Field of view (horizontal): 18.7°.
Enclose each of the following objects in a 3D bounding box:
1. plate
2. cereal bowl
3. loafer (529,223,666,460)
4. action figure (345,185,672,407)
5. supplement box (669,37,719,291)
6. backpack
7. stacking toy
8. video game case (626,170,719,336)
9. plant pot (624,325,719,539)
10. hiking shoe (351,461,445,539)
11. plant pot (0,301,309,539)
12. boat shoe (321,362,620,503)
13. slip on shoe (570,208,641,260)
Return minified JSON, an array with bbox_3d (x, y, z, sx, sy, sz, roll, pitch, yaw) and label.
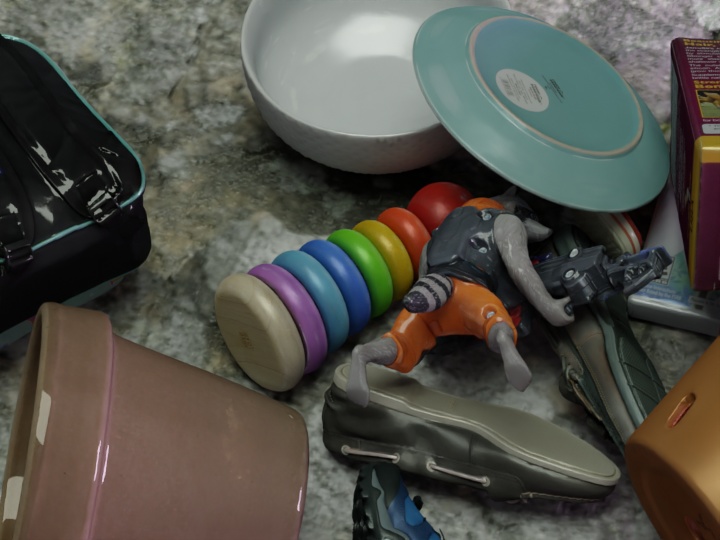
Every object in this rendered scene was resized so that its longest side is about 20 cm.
[{"bbox_3d":[0.128,-0.119,1.488,0.199,0.026,0.201,20,40,-17],"label":"plate"},{"bbox_3d":[0.014,-0.145,1.590,0.198,0.084,0.201,-2,52,3],"label":"cereal bowl"},{"bbox_3d":[0.154,0.061,1.447,0.063,0.072,0.201,-34,47,20],"label":"loafer"},{"bbox_3d":[0.089,0.004,1.401,0.199,0.105,0.194,-20,23,26],"label":"action figure"},{"bbox_3d":[0.272,-0.073,1.434,0.130,0.104,0.200,0,26,4],"label":"supplement box"},{"bbox_3d":[-0.254,-0.056,1.493,0.175,0.154,0.200,-29,66,-21],"label":"backpack"},{"bbox_3d":[0.000,0.000,1.491,0.199,0.086,0.085,-31,57,-28],"label":"stacking toy"},{"bbox_3d":[0.302,-0.022,1.517,0.198,0.022,0.183,13,54,13],"label":"video game case"},{"bbox_3d":[0.252,0.120,1.310,0.139,0.201,0.200,-32,57,-11],"label":"plant pot"},{"bbox_3d":[0.053,0.204,1.337,0.086,0.075,0.201,-13,62,-16],"label":"hiking shoe"},{"bbox_3d":[-0.128,0.131,1.343,0.173,0.201,0.201,10,51,-13],"label":"plant pot"},{"bbox_3d":[0.068,0.117,1.413,0.199,0.057,0.067,20,20,13],"label":"boat shoe"},{"bbox_3d":[0.162,-0.087,1.543,0.061,0.074,0.201,-20,48,2],"label":"slip on shoe"}]
